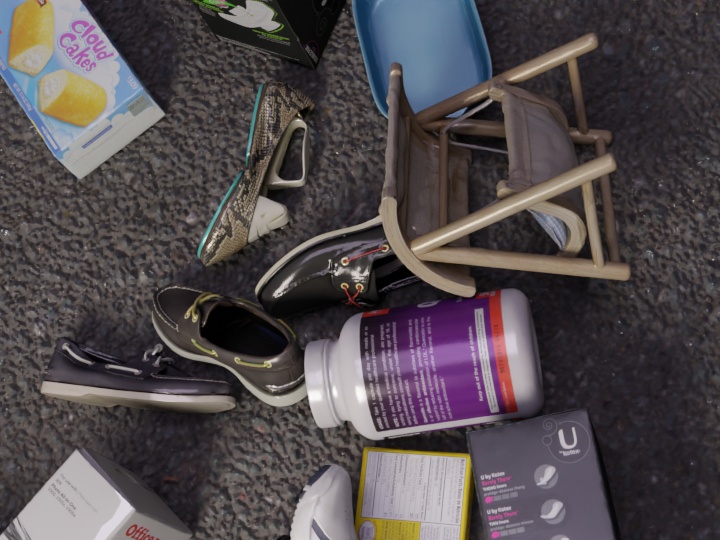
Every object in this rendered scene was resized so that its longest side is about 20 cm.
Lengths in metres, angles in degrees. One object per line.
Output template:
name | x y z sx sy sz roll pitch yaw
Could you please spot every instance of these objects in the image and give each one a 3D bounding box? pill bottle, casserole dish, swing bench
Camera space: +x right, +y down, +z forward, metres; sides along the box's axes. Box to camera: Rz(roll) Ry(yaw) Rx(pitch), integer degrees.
pill bottle | 0.056 0.085 1.118 0.198 0.113 0.114 -9 69 10
casserole dish | 0.062 -0.224 1.264 0.120 0.039 0.202 -17 68 8
swing bench | 0.123 -0.090 1.116 0.198 0.131 0.200 -8 41 12

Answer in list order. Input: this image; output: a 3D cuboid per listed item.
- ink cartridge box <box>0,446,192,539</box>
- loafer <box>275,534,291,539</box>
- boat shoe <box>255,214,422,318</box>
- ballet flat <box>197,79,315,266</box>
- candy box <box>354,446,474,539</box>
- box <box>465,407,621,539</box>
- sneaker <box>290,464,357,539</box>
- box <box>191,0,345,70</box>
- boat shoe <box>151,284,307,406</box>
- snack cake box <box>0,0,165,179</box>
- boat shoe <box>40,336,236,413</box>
ink cartridge box | -0.258 0.267 1.112 0.084 0.146 0.200 38 84 23
loafer | -0.090 0.325 1.090 0.071 0.073 0.202 3 72 14
boat shoe | -0.001 -0.001 1.182 0.200 0.074 0.064 -22 59 1
ballet flat | -0.092 -0.090 1.245 0.075 0.068 0.202 19 74 3
candy box | 0.041 0.256 1.107 0.101 0.026 0.202 3 72 15
box | 0.160 0.228 1.037 0.105 0.122 0.202 -13 69 9
sneaker | 0.008 0.266 1.057 0.128 0.080 0.201 2 72 18
box | -0.093 -0.319 1.246 0.123 0.200 0.150 19 77 19
boat shoe | -0.123 0.052 1.176 0.200 0.061 0.072 26 54 35
snack cake box | -0.306 -0.210 1.332 0.115 0.067 0.201 -37 67 0
boat shoe | -0.207 0.096 1.200 0.198 0.073 0.063 3 75 19
